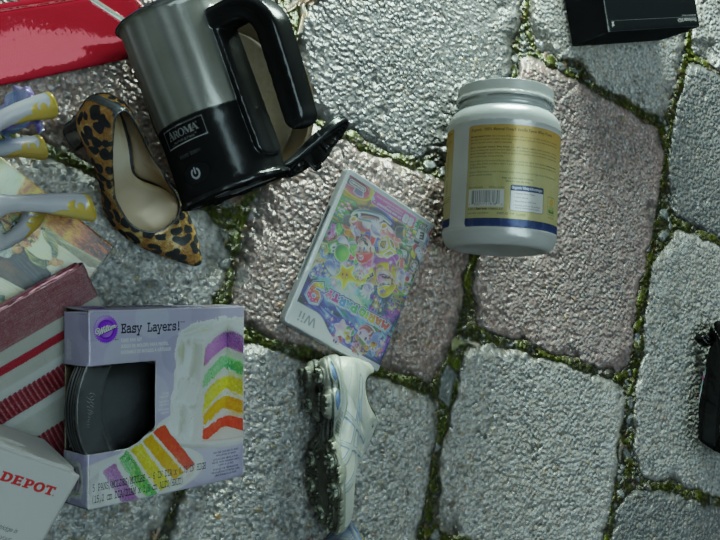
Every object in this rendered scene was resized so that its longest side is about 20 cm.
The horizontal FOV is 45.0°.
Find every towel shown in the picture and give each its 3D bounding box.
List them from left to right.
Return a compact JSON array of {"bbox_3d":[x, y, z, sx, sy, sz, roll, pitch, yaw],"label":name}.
[{"bbox_3d":[-0.292,0.112,0.841,0.143,0.023,0.202,-33,118,-29],"label":"towel"}]

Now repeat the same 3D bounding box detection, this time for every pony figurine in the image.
[{"bbox_3d":[-0.348,-0.088,0.744,0.199,0.165,0.195,-32,113,-45],"label":"pony figurine"}]

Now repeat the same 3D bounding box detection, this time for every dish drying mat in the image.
[{"bbox_3d":[-0.309,-0.238,0.873,0.198,0.018,0.078,-21,99,-30],"label":"dish drying mat"}]

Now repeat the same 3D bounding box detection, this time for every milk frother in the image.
[{"bbox_3d":[-0.121,-0.180,0.898,0.179,0.200,0.190,-19,93,10],"label":"milk frother"}]

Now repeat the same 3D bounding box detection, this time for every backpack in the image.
[{"bbox_3d":[0.594,0.189,1.315,0.126,0.166,0.202,16,86,-34],"label":"backpack"}]

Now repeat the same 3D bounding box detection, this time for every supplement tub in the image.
[{"bbox_3d":[0.177,-0.124,1.084,0.143,0.144,0.203,7,84,-30],"label":"supplement tub"}]

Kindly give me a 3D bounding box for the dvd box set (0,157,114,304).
[{"bbox_3d":[-0.358,-0.028,0.826,0.200,0.029,0.147,42,68,-23],"label":"dvd box set"}]

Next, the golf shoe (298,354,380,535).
[{"bbox_3d":[-0.012,0.197,0.996,0.096,0.078,0.203,-1,89,-35],"label":"golf shoe"}]

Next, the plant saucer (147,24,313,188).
[{"bbox_3d":[-0.143,-0.187,0.964,0.198,0.029,0.203,2,86,-30],"label":"plant saucer"}]

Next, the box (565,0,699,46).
[{"bbox_3d":[0.392,-0.410,1.266,0.198,0.079,0.143,-12,90,-31],"label":"box"}]

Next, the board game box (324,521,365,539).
[{"bbox_3d":[-0.021,0.361,0.937,0.200,0.199,0.062,-47,111,-39],"label":"board game box"}]

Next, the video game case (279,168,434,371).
[{"bbox_3d":[0.000,0.000,1.045,0.142,0.018,0.202,30,73,-27],"label":"video game case"}]

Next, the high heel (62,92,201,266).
[{"bbox_3d":[-0.209,-0.080,0.852,0.071,0.142,0.200,-48,110,-24],"label":"high heel"}]

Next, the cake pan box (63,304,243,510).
[{"bbox_3d":[-0.204,0.127,0.865,0.199,0.052,0.187,3,86,-48],"label":"cake pan box"}]

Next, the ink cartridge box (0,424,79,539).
[{"bbox_3d":[-0.361,0.227,0.742,0.144,0.084,0.201,35,81,-42],"label":"ink cartridge box"}]
